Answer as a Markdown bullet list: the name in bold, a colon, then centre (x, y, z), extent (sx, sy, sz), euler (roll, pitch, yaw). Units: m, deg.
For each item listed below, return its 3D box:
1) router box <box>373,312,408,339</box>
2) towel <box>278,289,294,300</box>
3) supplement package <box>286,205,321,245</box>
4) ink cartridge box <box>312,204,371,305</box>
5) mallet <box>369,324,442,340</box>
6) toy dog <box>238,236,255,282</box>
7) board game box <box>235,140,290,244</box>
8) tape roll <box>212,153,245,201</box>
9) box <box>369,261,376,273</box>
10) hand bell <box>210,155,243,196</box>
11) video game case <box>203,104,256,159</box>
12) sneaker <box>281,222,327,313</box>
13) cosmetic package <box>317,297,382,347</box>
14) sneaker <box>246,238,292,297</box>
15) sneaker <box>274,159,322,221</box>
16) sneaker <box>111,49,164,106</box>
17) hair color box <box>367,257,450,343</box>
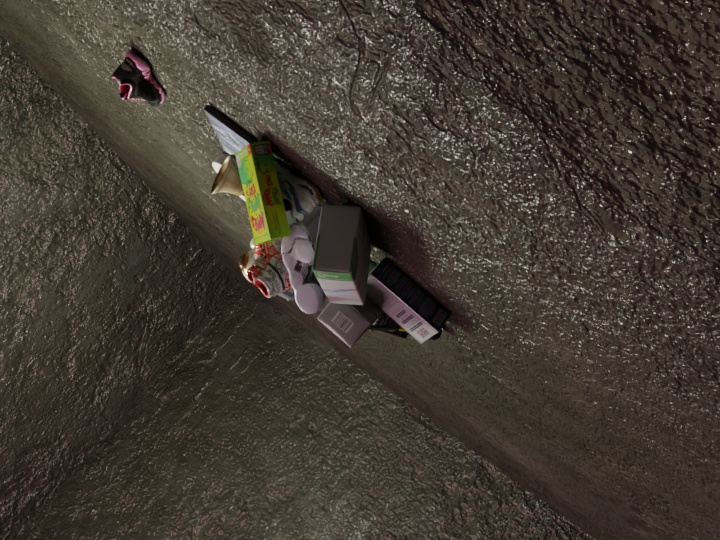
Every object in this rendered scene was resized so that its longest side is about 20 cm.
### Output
- **router box**: centre (0.026, 0.102, 1.936), extent (0.200, 0.062, 0.150), euler (30, -175, 37)
- **towel**: centre (-0.198, -0.036, 1.858), extent (0.024, 0.201, 0.147), euler (2, 162, 34)
- **supplement package**: centre (-0.144, -0.091, 1.722), extent (0.200, 0.117, 0.117), euler (24, 158, 51)
- **ink cartridge box**: centre (-0.034, -0.028, 1.507), extent (0.087, 0.146, 0.200), euler (3, 160, 11)
- **mallet**: centre (0.106, 0.147, 1.798), extent (0.199, 0.041, 0.066), euler (-1, 162, 15)
- **toy dog**: centre (-0.239, -0.047, 1.979), extent (0.140, 0.200, 0.194), euler (43, 168, -17)
- **board game box**: centre (-0.207, -0.162, 1.529), extent (0.101, 0.047, 0.201), euler (-11, 92, 62)
- **tape roll**: centre (-0.309, -0.230, 1.927), extent (0.203, 0.037, 0.203), euler (37, 168, 10)
- **box**: centre (0.000, 0.000, 1.813), extent (0.200, 0.036, 0.144), euler (32, 166, 29)
- **hand bell**: centre (-0.261, -0.194, 1.803), extent (0.199, 0.105, 0.104), euler (27, 174, -22)
- **video game case**: centre (-0.281, -0.289, 1.665), extent (0.143, 0.019, 0.200), euler (37, 167, 13)
- **sneaker**: centre (-0.110, -0.014, 1.590), extent (0.115, 0.075, 0.201), euler (-35, -65, -66)
- **cosmetic package**: centre (-0.011, 0.092, 1.692), extent (0.107, 0.090, 0.200), euler (39, -158, 3)
- **sneaker**: centre (-0.214, -0.040, 1.609), extent (0.067, 0.108, 0.202), euler (-9, 109, 63)
- **sneaker**: centre (-0.177, -0.178, 1.581), extent (0.200, 0.088, 0.075), euler (33, 168, 36)
- **sneaker**: centre (-0.535, -0.438, 1.723), extent (0.079, 0.096, 0.200), euler (36, 169, 11)
- **hair color box**: centre (0.098, 0.070, 1.650), extent (0.200, 0.061, 0.100), euler (41, 152, -1)
